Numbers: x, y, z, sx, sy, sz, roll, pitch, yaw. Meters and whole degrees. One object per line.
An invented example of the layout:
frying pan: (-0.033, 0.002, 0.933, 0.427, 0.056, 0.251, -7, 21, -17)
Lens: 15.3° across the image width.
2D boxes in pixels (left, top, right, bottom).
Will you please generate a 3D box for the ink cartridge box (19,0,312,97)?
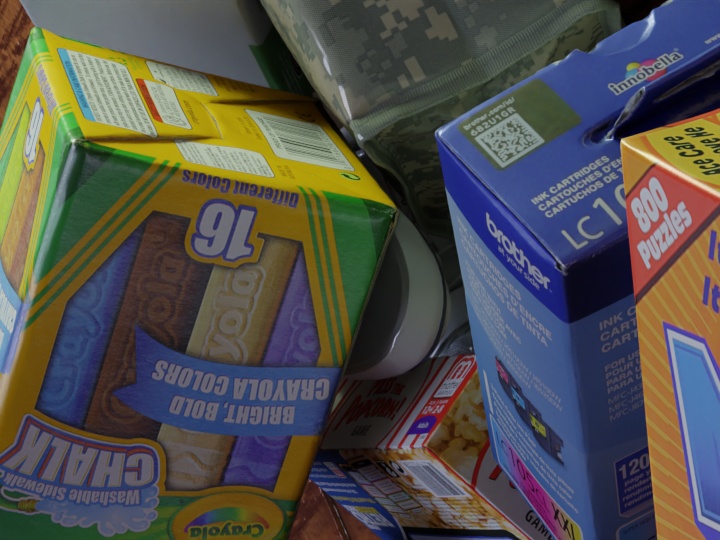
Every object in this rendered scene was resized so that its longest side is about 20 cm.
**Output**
ink cartridge box: (-0.080, -0.158, 1.108, 0.145, 0.084, 0.201, 63, -161, -52)

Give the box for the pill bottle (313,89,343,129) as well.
pill bottle: (-0.073, -0.086, 1.266, 0.201, 0.112, 0.112, 64, 157, 14)

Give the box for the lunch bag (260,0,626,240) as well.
lunch bag: (0.025, -0.112, 1.007, 0.165, 0.117, 0.200, 62, -177, 15)

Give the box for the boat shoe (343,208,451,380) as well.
boat shoe: (0.000, 0.000, 1.051, 0.200, 0.065, 0.074, 33, 109, 65)

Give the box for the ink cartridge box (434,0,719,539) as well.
ink cartridge box: (0.103, -0.009, 0.842, 0.076, 0.136, 0.201, 49, 161, 39)

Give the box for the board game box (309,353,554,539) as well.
board game box: (0.077, 0.113, 1.038, 0.200, 0.046, 0.151, 41, 163, -16)

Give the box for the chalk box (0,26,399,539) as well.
chalk box: (-0.086, 0.034, 0.985, 0.124, 0.123, 0.201, -124, 50, -62)

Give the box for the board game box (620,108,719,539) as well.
board game box: (0.204, 0.060, 0.629, 0.200, 0.199, 0.201, 35, 139, 56)

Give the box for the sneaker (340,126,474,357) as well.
sneaker: (0.036, 0.004, 1.135, 0.200, 0.075, 0.115, 29, 137, 63)
